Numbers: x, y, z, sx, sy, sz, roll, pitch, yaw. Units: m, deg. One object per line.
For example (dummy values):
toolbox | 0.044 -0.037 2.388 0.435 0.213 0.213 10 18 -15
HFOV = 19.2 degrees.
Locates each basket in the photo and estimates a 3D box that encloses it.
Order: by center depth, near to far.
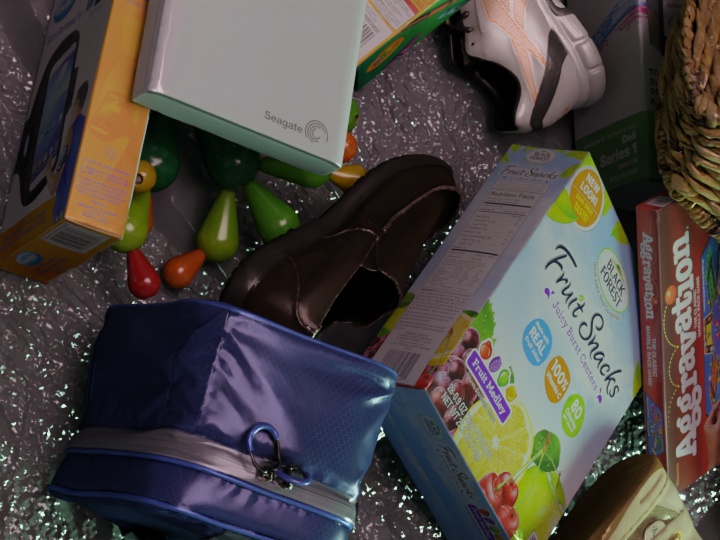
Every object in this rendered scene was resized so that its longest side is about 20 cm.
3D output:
basket | 0.259 -0.108 1.364 0.141 0.150 0.201 17 54 6

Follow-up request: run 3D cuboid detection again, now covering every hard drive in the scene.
hard drive | -0.054 -0.170 1.205 0.131 0.027 0.202 20 69 -32

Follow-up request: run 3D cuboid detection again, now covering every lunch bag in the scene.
lunch bag | -0.076 0.100 1.156 0.135 0.200 0.134 22 78 -24

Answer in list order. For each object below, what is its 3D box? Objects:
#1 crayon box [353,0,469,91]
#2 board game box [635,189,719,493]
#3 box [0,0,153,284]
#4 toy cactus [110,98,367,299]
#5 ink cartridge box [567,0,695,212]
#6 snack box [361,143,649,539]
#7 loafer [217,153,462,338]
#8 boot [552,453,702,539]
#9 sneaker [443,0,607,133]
crayon box | -0.020 -0.227 1.304 0.118 0.058 0.200 -38 83 -7
board game box | 0.218 0.039 1.387 0.103 0.019 0.202 -26 119 -42
box | -0.153 -0.103 1.209 0.041 0.119 0.202 17 70 -25
toy cactus | -0.090 -0.085 1.267 0.199 0.102 0.166 -33 86 -23
ink cartridge box | 0.223 -0.143 1.458 0.144 0.084 0.202 6 75 -29
snack box | 0.099 0.051 1.313 0.201 0.067 0.169 -55 134 -29
loafer | 0.000 0.000 1.256 0.071 0.073 0.200 40 49 18
boot | 0.165 0.238 1.342 0.156 0.073 0.200 50 63 -16
sneaker | 0.081 -0.181 1.394 0.080 0.074 0.201 -33 90 -20
